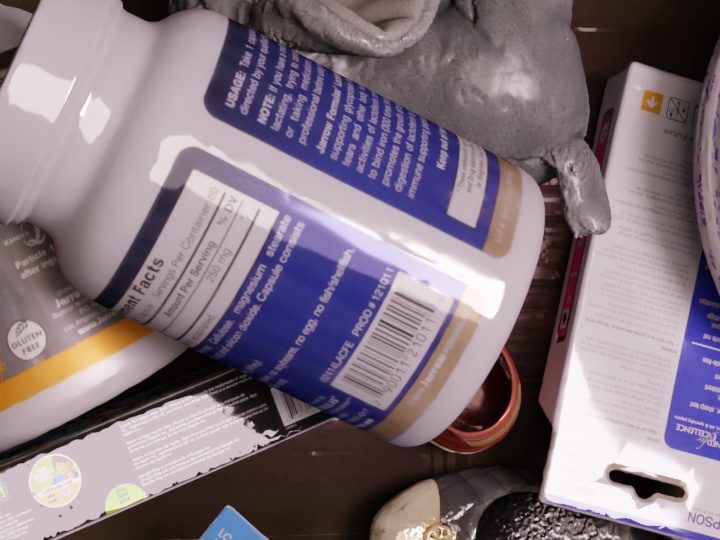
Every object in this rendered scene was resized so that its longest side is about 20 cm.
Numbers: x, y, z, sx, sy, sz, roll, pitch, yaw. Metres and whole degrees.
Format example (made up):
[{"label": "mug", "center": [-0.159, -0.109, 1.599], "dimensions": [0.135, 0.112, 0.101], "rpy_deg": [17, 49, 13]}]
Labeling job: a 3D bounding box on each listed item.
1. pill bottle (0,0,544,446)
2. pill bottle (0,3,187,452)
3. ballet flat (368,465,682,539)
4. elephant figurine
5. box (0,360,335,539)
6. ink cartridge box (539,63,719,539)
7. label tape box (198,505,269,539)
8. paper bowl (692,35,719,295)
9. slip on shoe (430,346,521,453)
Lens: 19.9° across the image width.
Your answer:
[{"label": "pill bottle", "center": [-0.042, -0.026, 0.756], "dimensions": [0.199, 0.116, 0.116], "rpy_deg": [27, 84, -12]}, {"label": "pill bottle", "center": [-0.157, -0.035, 0.834], "dimensions": [0.116, 0.116, 0.201], "rpy_deg": [-28, 95, -11]}, {"label": "ballet flat", "center": [0.102, 0.126, 0.915], "dimensions": [0.198, 0.057, 0.067], "rpy_deg": [8, 89, -11]}, {"label": "elephant figurine", "center": [-0.015, -0.090, 0.848], "dimensions": [0.198, 0.155, 0.143], "rpy_deg": [-3, 99, -24]}, {"label": "box", "center": [-0.113, 0.080, 0.828], "dimensions": [0.199, 0.110, 0.035], "rpy_deg": [-22, 92, -22]}, {"label": "ink cartridge box", "center": [0.139, 0.016, 0.919], "dimensions": [0.094, 0.037, 0.202], "rpy_deg": [15, 78, -12]}, {"label": "label tape box", "center": [-0.067, 0.215, 0.806], "dimensions": [0.143, 0.066, 0.200], "rpy_deg": [39, 90, 7]}, {"label": "paper bowl", "center": [0.246, -0.045, 0.887], "dimensions": [0.199, 0.104, 0.203], "rpy_deg": [-2, 93, -39]}, {"label": "slip on shoe", "center": [0.000, 0.000, 0.894], "dimensions": [0.074, 0.061, 0.200], "rpy_deg": [-42, 96, -7]}]
